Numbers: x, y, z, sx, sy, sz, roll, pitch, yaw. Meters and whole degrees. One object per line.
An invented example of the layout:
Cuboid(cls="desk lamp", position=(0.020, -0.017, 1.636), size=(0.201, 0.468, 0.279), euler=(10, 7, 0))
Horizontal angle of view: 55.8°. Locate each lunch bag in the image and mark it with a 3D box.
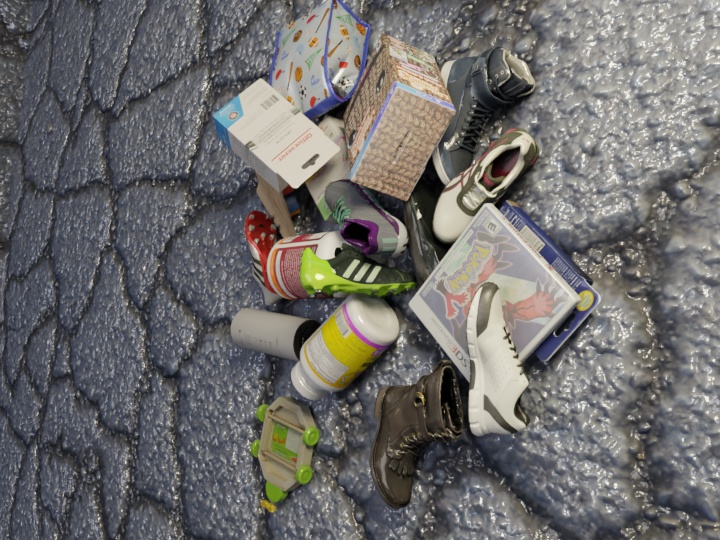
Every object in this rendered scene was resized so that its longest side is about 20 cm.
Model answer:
Cuboid(cls="lunch bag", position=(-0.077, -0.359, 1.238), size=(0.169, 0.123, 0.203), euler=(-17, 56, 43))

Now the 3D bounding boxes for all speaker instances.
Cuboid(cls="speaker", position=(-0.157, 0.120, 1.273), size=(0.198, 0.081, 0.083), euler=(5, 86, 46))

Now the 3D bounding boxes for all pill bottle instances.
Cuboid(cls="pill bottle", position=(-0.063, -0.008, 1.177), size=(0.198, 0.112, 0.115), euler=(-4, 80, 45))
Cuboid(cls="pill bottle", position=(-0.032, 0.130, 1.129), size=(0.200, 0.103, 0.105), euler=(-47, 54, 30))

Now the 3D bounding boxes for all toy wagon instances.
Cuboid(cls="toy wagon", position=(-0.143, 0.340, 1.252), size=(0.154, 0.039, 0.203), euler=(12, 92, 46))

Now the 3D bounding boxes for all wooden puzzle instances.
Cuboid(cls="wooden puzzle", position=(-0.169, -0.179, 1.310), size=(0.186, 0.046, 0.201), euler=(56, 162, 36))

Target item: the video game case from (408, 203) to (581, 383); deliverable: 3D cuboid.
Cuboid(cls="video game case", position=(0.174, 0.044, 0.933), size=(0.183, 0.023, 0.201), euler=(52, 123, 26))

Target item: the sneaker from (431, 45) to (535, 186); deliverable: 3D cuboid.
Cuboid(cls="sneaker", position=(0.178, -0.227, 0.997), size=(0.145, 0.076, 0.206), euler=(-2, 80, 47))

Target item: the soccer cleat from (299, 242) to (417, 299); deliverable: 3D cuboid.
Cuboid(cls="soccer cleat", position=(0.000, 0.000, 1.055), size=(0.067, 0.197, 0.082), euler=(-33, 59, 59))

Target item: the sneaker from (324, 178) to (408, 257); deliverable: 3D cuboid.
Cuboid(cls="sneaker", position=(-0.013, -0.088, 1.071), size=(0.200, 0.087, 0.075), euler=(39, 123, 39))

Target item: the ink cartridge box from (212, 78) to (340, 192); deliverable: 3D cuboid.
Cuboid(cls="ink cartridge box", position=(-0.141, -0.218, 1.161), size=(0.200, 0.068, 0.116), euler=(42, 71, 14))

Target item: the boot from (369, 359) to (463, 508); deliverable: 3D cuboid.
Cuboid(cls="boot", position=(0.085, 0.242, 0.992), size=(0.173, 0.068, 0.203), euler=(-26, 63, 55))

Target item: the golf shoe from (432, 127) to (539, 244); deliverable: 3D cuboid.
Cuboid(cls="golf shoe", position=(0.166, -0.118, 0.960), size=(0.077, 0.088, 0.201), euler=(41, 111, 5))

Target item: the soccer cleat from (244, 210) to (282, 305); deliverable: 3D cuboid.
Cuboid(cls="soccer cleat", position=(-0.190, -0.026, 1.341), size=(0.085, 0.068, 0.202), euler=(-56, 48, 47))

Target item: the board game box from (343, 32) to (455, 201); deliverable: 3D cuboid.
Cuboid(cls="board game box", position=(0.051, -0.238, 1.044), size=(0.201, 0.096, 0.161), euler=(-98, 30, -51))

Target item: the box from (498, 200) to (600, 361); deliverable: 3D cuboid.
Cuboid(cls="box", position=(0.231, 0.014, 0.934), size=(0.122, 0.032, 0.201), euler=(-54, 51, 25))

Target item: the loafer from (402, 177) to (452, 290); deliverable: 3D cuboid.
Cuboid(cls="loafer", position=(0.093, -0.055, 1.059), size=(0.072, 0.072, 0.203), euler=(-33, 60, 40))

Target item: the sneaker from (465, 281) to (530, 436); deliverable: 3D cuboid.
Cuboid(cls="sneaker", position=(0.182, 0.115, 0.882), size=(0.079, 0.073, 0.204), euler=(-1, 97, 27))

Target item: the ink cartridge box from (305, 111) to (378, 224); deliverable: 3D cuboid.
Cuboid(cls="ink cartridge box", position=(-0.049, -0.194, 1.226), size=(0.117, 0.067, 0.201), euler=(-49, 53, 28))
